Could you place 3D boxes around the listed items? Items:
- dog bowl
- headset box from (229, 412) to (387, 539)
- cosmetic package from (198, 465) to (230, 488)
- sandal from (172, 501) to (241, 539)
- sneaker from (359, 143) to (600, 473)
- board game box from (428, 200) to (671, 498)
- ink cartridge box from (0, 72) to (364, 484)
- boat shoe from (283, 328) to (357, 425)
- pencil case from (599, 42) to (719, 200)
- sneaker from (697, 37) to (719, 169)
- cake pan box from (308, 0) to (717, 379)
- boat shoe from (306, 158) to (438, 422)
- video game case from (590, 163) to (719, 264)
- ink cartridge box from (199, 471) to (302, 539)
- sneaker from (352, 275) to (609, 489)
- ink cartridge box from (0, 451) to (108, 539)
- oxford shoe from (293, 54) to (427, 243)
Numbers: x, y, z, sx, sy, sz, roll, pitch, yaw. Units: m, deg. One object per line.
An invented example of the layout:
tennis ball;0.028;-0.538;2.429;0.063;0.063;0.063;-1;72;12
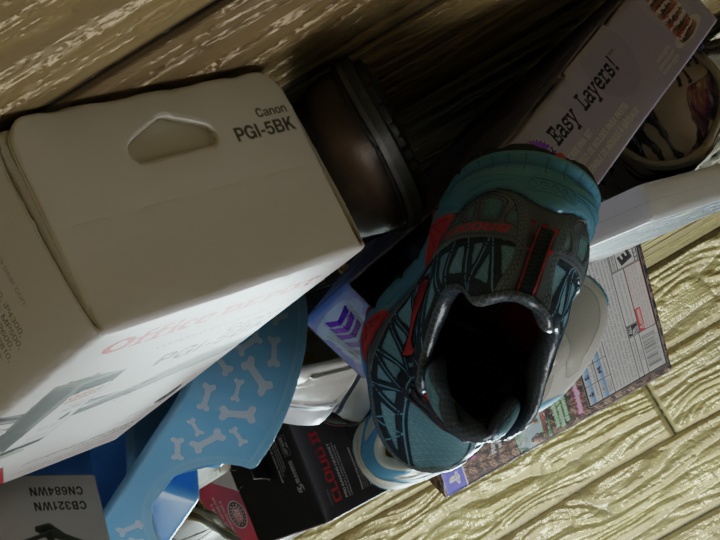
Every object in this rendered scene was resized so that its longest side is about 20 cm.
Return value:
dog bowl;-0.096;0.079;0.803;0.049;0.112;0.200;21;122;-24
headset box;-0.031;0.108;1.215;0.075;0.149;0.200;-25;176;37
cosmetic package;-0.148;0.109;1.061;0.103;0.087;0.200;-29;170;-12
sandal;-0.133;0.188;1.118;0.080;0.054;0.200;-34;156;-7
sneaker;0.040;0.039;0.689;0.200;0.079;0.096;107;-3;-49
board game box;0.102;0.036;1.152;0.200;0.160;0.097;-27;-151;-14
ink cartridge box;-0.118;0.016;0.640;0.147;0.083;0.200;-19;167;-47
boat shoe;-0.069;0.041;0.916;0.202;0.075;0.086;12;127;-43
pencil case;0.170;-0.090;0.978;0.078;0.090;0.200;-26;174;2
sneaker;0.227;-0.098;1.112;0.074;0.087;0.200;-24;169;-27
cake pan box;0.073;-0.049;0.811;0.200;0.052;0.184;-50;-176;-41
boat shoe;0.000;0.000;1.003;0.071;0.091;0.201;-72;-172;-66
video game case;0.142;-0.023;0.937;0.182;0.023;0.200;-24;174;39
ink cartridge box;-0.105;0.163;1.314;0.083;0.147;0.200;-33;170;31
sneaker;0.085;0.073;1.041;0.200;0.077;0.081;-39;176;-9
ink cartridge box;-0.184;0.160;0.715;0.146;0.201;0.084;4;149;-46
oxford shoe;-0.023;-0.034;0.711;0.084;0.073;0.200;-26;171;-13
